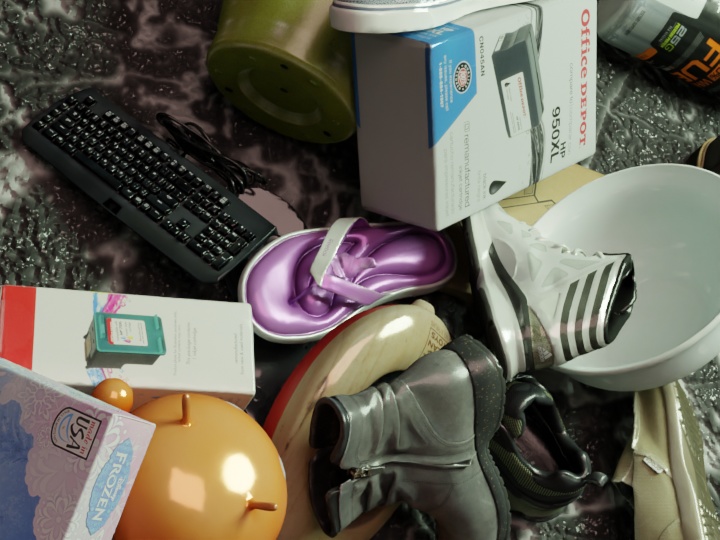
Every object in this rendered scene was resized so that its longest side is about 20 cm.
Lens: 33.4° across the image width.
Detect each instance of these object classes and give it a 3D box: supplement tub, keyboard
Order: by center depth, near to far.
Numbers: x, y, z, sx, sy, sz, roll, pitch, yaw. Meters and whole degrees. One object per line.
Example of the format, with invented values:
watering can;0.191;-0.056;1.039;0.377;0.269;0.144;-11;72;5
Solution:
keyboard;-0.150;-0.081;0.889;0.200;0.040;0.104;37;55;14
supplement tub;0.335;-0.236;1.138;0.200;0.123;0.123;23;58;-8

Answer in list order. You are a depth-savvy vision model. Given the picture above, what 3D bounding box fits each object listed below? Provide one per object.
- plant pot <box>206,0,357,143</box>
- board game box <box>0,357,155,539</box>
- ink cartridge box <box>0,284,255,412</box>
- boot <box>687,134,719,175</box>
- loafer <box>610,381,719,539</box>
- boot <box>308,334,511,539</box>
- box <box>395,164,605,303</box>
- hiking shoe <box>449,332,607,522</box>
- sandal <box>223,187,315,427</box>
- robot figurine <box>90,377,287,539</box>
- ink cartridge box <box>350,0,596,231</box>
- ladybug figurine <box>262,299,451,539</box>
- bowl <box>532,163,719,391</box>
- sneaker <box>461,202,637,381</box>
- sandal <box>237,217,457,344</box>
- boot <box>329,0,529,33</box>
plant pot;-0.026;-0.214;0.956;0.200;0.200;0.193;28;69;-6
board game box;-0.232;0.143;0.655;0.199;0.043;0.200;17;83;28
ink cartridge box;-0.179;0.066;0.780;0.200;0.116;0.067;5;62;-19
boot;0.342;-0.055;1.037;0.077;0.138;0.200;10;62;-17
loafer;0.228;0.150;0.924;0.076;0.068;0.200;51;28;-42
boot;0.027;0.142;0.785;0.132;0.200;0.070;-23;32;-26
box;0.128;-0.037;1.012;0.200;0.021;0.164;20;59;-13
hiking shoe;0.096;0.092;0.885;0.200;0.101;0.076;42;57;4
sandal;-0.060;0.025;0.892;0.076;0.043;0.200;0;64;-22
robot figurine;-0.115;0.148;0.710;0.117;0.200;0.144;15;52;-25
ink cartridge box;0.094;-0.135;0.929;0.084;0.145;0.200;21;35;41
ladybug figurine;-0.010;0.106;0.825;0.200;0.072;0.136;-57;134;-11
bowl;0.218;0.020;0.924;0.090;0.201;0.201;52;48;-38
sneaker;0.141;0.004;0.892;0.115;0.076;0.201;-10;35;2
sandal;-0.004;-0.007;0.889;0.203;0.050;0.083;-20;75;-38
boot;0.059;-0.231;0.860;0.200;0.090;0.073;-22;31;-34
